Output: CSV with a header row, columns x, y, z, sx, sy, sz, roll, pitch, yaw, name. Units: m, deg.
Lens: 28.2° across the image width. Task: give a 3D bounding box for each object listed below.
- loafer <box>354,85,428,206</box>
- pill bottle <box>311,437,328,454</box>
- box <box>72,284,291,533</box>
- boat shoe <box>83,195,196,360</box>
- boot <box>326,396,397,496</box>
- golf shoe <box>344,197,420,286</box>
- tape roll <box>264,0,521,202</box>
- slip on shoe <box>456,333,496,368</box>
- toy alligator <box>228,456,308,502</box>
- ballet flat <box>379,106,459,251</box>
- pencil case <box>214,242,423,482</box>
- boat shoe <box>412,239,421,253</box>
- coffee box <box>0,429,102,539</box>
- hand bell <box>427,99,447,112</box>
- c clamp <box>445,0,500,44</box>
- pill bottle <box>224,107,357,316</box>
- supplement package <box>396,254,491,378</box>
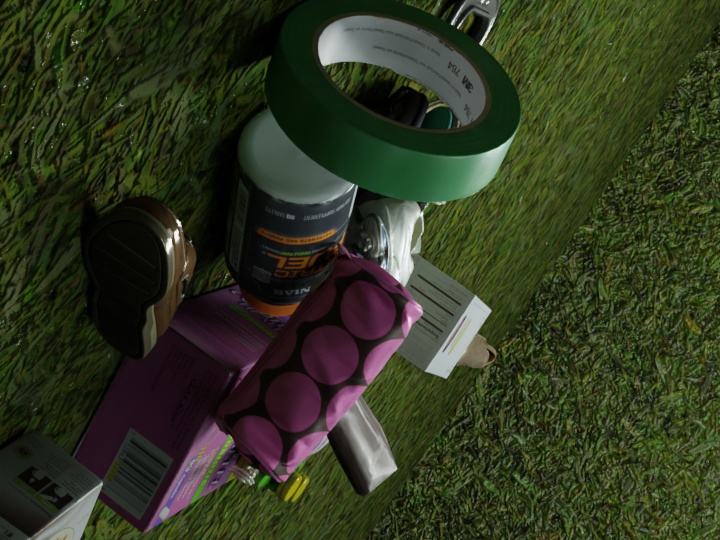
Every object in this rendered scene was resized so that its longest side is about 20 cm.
x,y,z,sx,sy,sz,roll,pitch,yaw,name
0.016,-0.135,1.391,0.072,0.063,0.201,-42,-165,35,loafer
-0.098,0.156,1.576,0.113,0.112,0.200,-57,168,4,pill bottle
-0.152,0.121,1.329,0.177,0.096,0.200,-60,167,17,box
-0.160,-0.009,1.068,0.068,0.072,0.200,-53,177,-30,boat shoe
-0.019,0.123,1.553,0.064,0.201,0.187,-21,-151,26,boot
0.017,0.022,1.347,0.097,0.078,0.201,-24,138,-40,golf shoe
0.026,-0.138,1.114,0.200,0.200,0.048,-40,160,-49,tape roll
0.232,0.168,2.902,0.076,0.060,0.200,-56,167,3,slip on shoe
-0.082,0.184,1.386,0.054,0.059,0.200,-55,167,-5,toy alligator
0.046,-0.068,1.424,0.201,0.068,0.075,-56,131,-17,ballet flat
-0.041,0.079,1.216,0.201,0.093,0.091,-53,-151,1,pencil case
0.018,-0.057,1.591,0.201,0.071,0.071,21,64,-72,boat shoe
-0.298,0.222,1.083,0.200,0.079,0.115,-37,157,-56,coffee box
0.071,-0.116,1.569,0.104,0.104,0.200,-52,-173,-13,hand bell
0.103,-0.230,1.553,0.172,0.027,0.200,-58,167,7,c clamp
-0.063,-0.042,1.236,0.106,0.106,0.201,-47,164,-32,pill bottle
0.064,0.044,1.789,0.111,0.155,0.200,-55,167,1,supplement package
